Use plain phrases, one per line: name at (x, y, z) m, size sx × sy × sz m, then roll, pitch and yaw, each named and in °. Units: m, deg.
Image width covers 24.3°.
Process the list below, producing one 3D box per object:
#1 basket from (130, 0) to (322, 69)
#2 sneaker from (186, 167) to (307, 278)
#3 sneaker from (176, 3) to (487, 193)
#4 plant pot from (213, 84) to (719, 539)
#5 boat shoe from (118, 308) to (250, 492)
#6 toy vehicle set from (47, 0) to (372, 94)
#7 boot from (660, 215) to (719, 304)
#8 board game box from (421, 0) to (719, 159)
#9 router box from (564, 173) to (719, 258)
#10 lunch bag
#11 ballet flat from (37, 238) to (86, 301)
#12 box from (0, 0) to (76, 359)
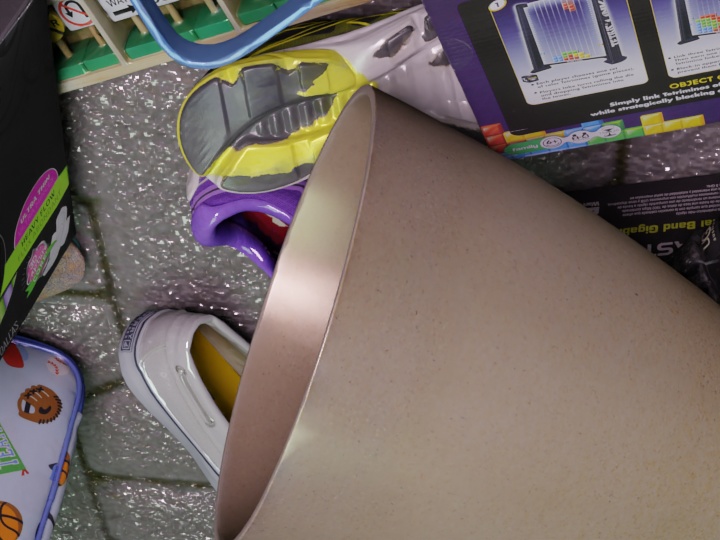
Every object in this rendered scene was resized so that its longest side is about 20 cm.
basket at (-0.048, -0.186, 0.600) m, size 0.175 × 0.140 × 0.200 m, roll -29°, pitch 122°, yaw 18°
sneaker at (0.000, 0.000, 0.848) m, size 0.198 × 0.084 × 0.081 m, roll 23°, pitch 138°, yaw -14°
sneaker at (0.012, -0.092, 0.759) m, size 0.198 × 0.085 × 0.075 m, roll -9°, pitch 113°, yaw -7°
plant pot at (0.064, 0.049, 0.666) m, size 0.198 × 0.188 × 0.188 m, roll 19°, pitch 138°, yaw -10°
boat shoe at (-0.046, 0.092, 0.963) m, size 0.086 × 0.075 × 0.202 m, roll -7°, pitch 131°, yaw 45°
toy vehicle set at (-0.105, -0.150, 0.749) m, size 0.198 × 0.027 × 0.125 m, roll -13°, pitch 133°, yaw 25°
boot at (0.195, 0.056, 0.769) m, size 0.211 × 0.080 × 0.158 m, roll 40°, pitch 125°, yaw -13°
board game box at (0.123, -0.115, 0.596) m, size 0.198 × 0.057 × 0.166 m, roll -9°, pitch 152°, yaw 13°
router box at (0.201, 0.023, 0.842) m, size 0.198 × 0.063 × 0.150 m, roll -6°, pitch 136°, yaw 19°
lunch bag at (-0.252, 0.123, 0.953) m, size 0.159 × 0.201 × 0.076 m, roll 20°, pitch 147°, yaw -11°
ballet flat at (-0.252, 0.006, 0.924) m, size 0.198 × 0.068 × 0.068 m, roll 4°, pitch 139°, yaw 8°
box at (-0.222, -0.041, 0.774) m, size 0.123 × 0.149 × 0.201 m, roll 19°, pitch 147°, yaw 9°
